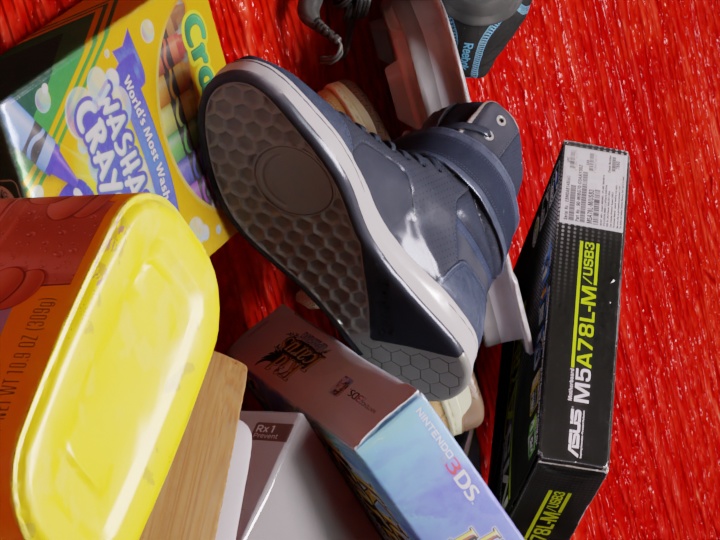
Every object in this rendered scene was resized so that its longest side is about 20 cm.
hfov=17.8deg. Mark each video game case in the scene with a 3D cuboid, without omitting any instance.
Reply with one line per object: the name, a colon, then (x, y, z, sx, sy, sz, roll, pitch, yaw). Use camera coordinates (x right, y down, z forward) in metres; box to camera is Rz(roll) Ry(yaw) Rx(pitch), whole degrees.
video game case: (0.029, 0.123, 1.136, 0.045, 0.181, 0.201, -39, 113, -11)

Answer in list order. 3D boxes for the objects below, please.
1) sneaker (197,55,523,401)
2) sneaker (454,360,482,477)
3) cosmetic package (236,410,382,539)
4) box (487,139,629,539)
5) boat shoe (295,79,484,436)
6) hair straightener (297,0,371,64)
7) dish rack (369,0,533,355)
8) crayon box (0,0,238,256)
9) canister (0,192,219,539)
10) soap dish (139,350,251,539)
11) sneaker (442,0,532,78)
sneaker: (0.006, -0.056, 1.122, 0.203, 0.076, 0.147, 53, 43, -29)
sneaker: (0.040, 0.122, 1.305, 0.081, 0.073, 0.202, -5, 98, -71)
cosmetic package: (-0.045, 0.157, 1.107, 0.200, 0.106, 0.091, 56, 45, -40)
box: (0.111, 0.058, 1.329, 0.193, 0.047, 0.202, 110, -11, -63)
boat shoe: (0.000, 0.000, 1.229, 0.072, 0.076, 0.202, 109, -39, -83)
hair straightener: (0.007, -0.190, 1.274, 0.077, 0.041, 0.201, 51, 41, -47)
dish rack: (0.047, -0.061, 1.285, 0.172, 0.043, 0.202, -100, 176, -68)
crayon box: (-0.110, -0.056, 1.057, 0.200, 0.051, 0.127, -46, 128, -52)
canister: (-0.162, 0.041, 0.814, 0.087, 0.198, 0.149, 56, 43, -43)
soap dish: (-0.128, 0.118, 0.875, 0.081, 0.157, 0.201, 50, 27, -27)
sneaker: (0.081, -0.201, 1.400, 0.082, 0.073, 0.201, 99, 12, -46)
